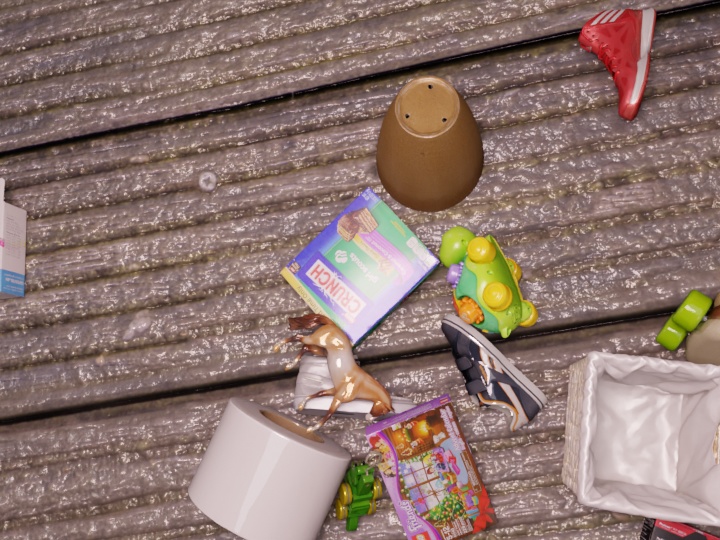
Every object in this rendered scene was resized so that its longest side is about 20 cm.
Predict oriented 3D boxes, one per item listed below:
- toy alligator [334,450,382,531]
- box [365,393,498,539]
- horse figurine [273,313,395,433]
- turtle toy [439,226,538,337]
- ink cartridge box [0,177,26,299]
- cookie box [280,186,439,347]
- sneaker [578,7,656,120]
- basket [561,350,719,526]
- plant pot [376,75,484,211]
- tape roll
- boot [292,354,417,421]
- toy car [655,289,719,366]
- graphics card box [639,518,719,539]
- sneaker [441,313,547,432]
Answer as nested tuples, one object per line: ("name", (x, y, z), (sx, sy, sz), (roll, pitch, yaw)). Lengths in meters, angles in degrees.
("toy alligator", (-0.002, 0.310, 0.919), (0.058, 0.202, 0.055), (-3, 39, -20))
("box", (0.105, 0.302, 0.921), (0.135, 0.039, 0.203), (-22, 96, 3))
("horse figurine", (-0.047, 0.143, 0.926), (0.131, 0.050, 0.202), (-25, 74, 1))
("turtle toy", (0.184, 0.014, 0.955), (0.100, 0.145, 0.203), (-30, 57, 25))
("ink cartridge box", (-0.664, -0.052, 1.107), (0.113, 0.068, 0.204), (-5, 79, 7))
("cookie box", (0.000, 0.000, 1.004), (0.200, 0.075, 0.171), (-44, 79, -1))
("sneaker", (0.411, -0.339, 1.022), (0.114, 0.079, 0.203), (10, 69, 18))
("basket", (0.393, 0.226, 0.865), (0.196, 0.161, 0.202), (6, 80, 9))
("plant pot", (0.107, -0.211, 0.966), (0.183, 0.200, 0.190), (-1, 79, 6))
("tape roll", (-0.129, 0.290, 0.902), (0.200, 0.203, 0.141), (24, 84, 11))
("boot", (-0.004, 0.178, 0.975), (0.196, 0.074, 0.097), (6, 66, -2))
("toy car", (0.558, 0.057, 0.890), (0.163, 0.158, 0.200), (36, 74, 23))
("graphics card box", (0.440, 0.458, 0.871), (0.124, 0.051, 0.203), (19, 82, 11))
("sneaker", (0.185, 0.156, 0.948), (0.200, 0.079, 0.079), (43, 82, 11))
